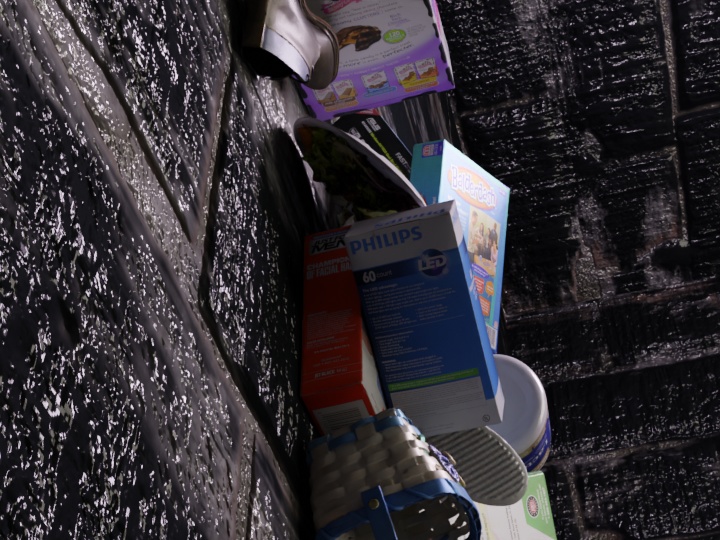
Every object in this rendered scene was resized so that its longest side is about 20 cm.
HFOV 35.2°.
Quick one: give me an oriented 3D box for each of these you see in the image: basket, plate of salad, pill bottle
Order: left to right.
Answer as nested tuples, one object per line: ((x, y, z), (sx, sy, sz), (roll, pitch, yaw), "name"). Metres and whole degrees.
((0.002, -0.072, 1.130), (0.199, 0.048, 0.200), (38, -15, 12), "plate of salad")
((0.035, 0.229, 0.947), (0.177, 0.138, 0.202), (63, 9, -59), "basket")
((0.158, 0.179, 1.286), (0.200, 0.114, 0.117), (63, 19, -65), "pill bottle")

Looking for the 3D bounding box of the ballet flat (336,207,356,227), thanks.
((0.000, 0.000, 1.259), (0.064, 0.075, 0.201), (33, 31, -30), "ballet flat")

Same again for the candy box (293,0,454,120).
((-0.001, -0.258, 1.198), (0.200, 0.166, 0.072), (62, 19, -58), "candy box")

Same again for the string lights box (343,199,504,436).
((0.061, 0.047, 1.044), (0.059, 0.102, 0.202), (-56, 133, -72), "string lights box")

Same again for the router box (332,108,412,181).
((0.050, -0.092, 1.390), (0.150, 0.062, 0.200), (56, 0, 35), "router box")

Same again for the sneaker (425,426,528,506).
((0.077, 0.173, 1.136), (0.074, 0.199, 0.082), (-61, 166, -7), "sneaker")

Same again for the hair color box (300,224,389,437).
((-0.012, 0.067, 1.086), (0.111, 0.063, 0.201), (67, 15, -44), "hair color box")

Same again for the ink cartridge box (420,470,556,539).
((0.108, 0.294, 1.157), (0.198, 0.084, 0.147), (-3, 78, -40), "ink cartridge box")

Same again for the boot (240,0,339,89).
((-0.073, -0.206, 1.086), (0.200, 0.074, 0.098), (58, 40, -61), "boot")

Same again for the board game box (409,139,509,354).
((0.106, -0.022, 1.263), (0.152, 0.045, 0.202), (28, 63, -49), "board game box")
